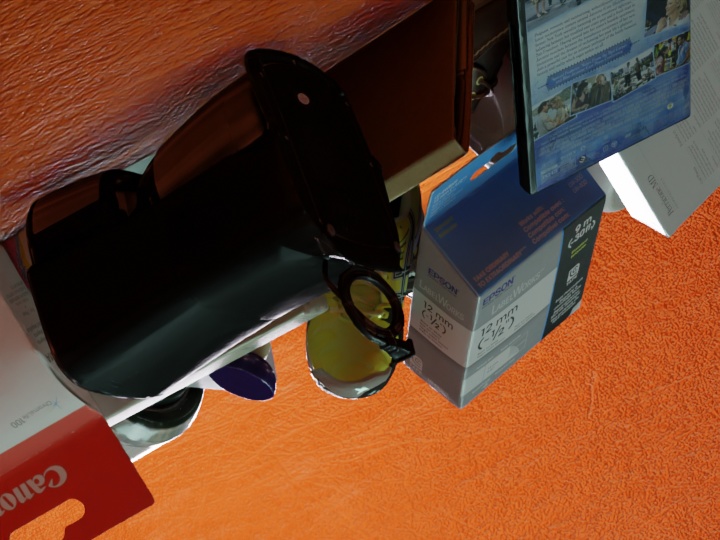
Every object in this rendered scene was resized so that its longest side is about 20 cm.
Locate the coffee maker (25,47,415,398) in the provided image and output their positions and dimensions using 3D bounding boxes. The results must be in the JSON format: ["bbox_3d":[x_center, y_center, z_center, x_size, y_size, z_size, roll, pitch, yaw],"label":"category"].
[{"bbox_3d":[-0.089,-0.004,1.216,0.199,0.193,0.134,-32,135,26],"label":"coffee maker"}]

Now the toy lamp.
[{"bbox_3d":[-0.056,-0.004,1.523,0.058,0.058,0.201,-34,-149,60],"label":"toy lamp"}]

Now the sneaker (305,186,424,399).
[{"bbox_3d":[0.000,0.000,1.496,0.075,0.201,0.077,5,144,7],"label":"sneaker"}]

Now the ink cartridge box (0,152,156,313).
[{"bbox_3d":[-0.181,-0.008,1.398,0.199,0.068,0.117,-30,176,22],"label":"ink cartridge box"}]

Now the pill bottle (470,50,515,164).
[{"bbox_3d":[0.165,-0.167,1.569,0.199,0.112,0.111,-28,177,-21],"label":"pill bottle"}]

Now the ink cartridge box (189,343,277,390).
[{"bbox_3d":[-0.152,0.041,1.671,0.039,0.100,0.199,-22,159,35],"label":"ink cartridge box"}]

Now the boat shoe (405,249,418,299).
[{"bbox_3d":[0.011,-0.009,1.609,0.198,0.069,0.072,-5,173,-26],"label":"boat shoe"}]

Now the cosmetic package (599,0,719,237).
[{"bbox_3d":[0.224,-0.145,1.514,0.151,0.200,0.052,-45,-141,-11],"label":"cosmetic package"}]

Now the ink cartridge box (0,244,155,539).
[{"bbox_3d":[-0.253,0.106,1.357,0.162,0.201,0.057,-30,179,19],"label":"ink cartridge box"}]

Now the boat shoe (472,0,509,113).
[{"bbox_3d":[0.062,-0.141,1.464,0.199,0.071,0.070,-32,175,27],"label":"boat shoe"}]

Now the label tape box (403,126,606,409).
[{"bbox_3d":[0.108,-0.012,1.509,0.143,0.066,0.201,-37,154,-29],"label":"label tape box"}]

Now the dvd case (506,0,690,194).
[{"bbox_3d":[0.163,-0.157,1.403,0.142,0.018,0.201,-26,136,-18],"label":"dvd case"}]

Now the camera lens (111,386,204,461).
[{"bbox_3d":[-0.240,0.097,1.736,0.199,0.161,0.160,-31,177,35],"label":"camera lens"}]

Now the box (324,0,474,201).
[{"bbox_3d":[-0.011,-0.082,1.339,0.199,0.021,0.164,-30,-146,27],"label":"box"}]

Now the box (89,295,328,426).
[{"bbox_3d":[-0.127,0.043,1.427,0.199,0.069,0.082,-28,175,10],"label":"box"}]

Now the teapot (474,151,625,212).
[{"bbox_3d":[0.203,-0.155,1.728,0.198,0.146,0.200,-56,162,15],"label":"teapot"}]
